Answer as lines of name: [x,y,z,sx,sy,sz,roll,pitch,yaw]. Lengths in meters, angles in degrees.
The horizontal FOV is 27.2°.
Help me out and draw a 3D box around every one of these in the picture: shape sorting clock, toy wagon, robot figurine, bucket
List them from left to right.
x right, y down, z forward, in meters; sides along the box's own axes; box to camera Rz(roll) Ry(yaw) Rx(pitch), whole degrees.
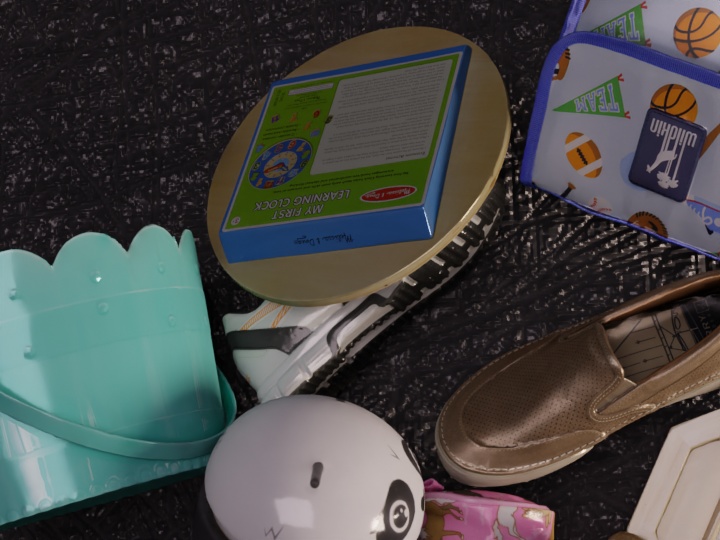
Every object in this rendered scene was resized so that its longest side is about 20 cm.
bucket: [-0.171,0.068,0.848,0.205,0.207,0.136,-18,83,9]
robot figurine: [-0.033,0.164,0.808,0.150,0.124,0.202,42,130,41]
shape sorting clock: [-0.003,-0.063,0.879,0.198,0.039,0.201,-18,45,19]
toy wagon: [0.248,0.159,0.812,0.198,0.040,0.156,24,86,16]

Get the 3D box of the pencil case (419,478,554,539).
pencil case: [0.060,0.220,0.824,0.086,0.083,0.202,8,80,-14]

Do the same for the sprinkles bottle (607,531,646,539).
sprinkles bottle: [0.091,0.225,0.753,0.068,0.068,0.200,41,71,17]

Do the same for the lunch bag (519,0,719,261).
lunch bag: [0.197,-0.113,0.833,0.169,0.124,0.202,22,90,19]

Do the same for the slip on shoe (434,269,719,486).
slip on shoe: [0.132,0.056,0.827,0.198,0.061,0.077,-19,57,0]

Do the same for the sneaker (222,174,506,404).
sneaker: [0.000,0.000,0.884,0.200,0.074,0.080,-41,67,0]
